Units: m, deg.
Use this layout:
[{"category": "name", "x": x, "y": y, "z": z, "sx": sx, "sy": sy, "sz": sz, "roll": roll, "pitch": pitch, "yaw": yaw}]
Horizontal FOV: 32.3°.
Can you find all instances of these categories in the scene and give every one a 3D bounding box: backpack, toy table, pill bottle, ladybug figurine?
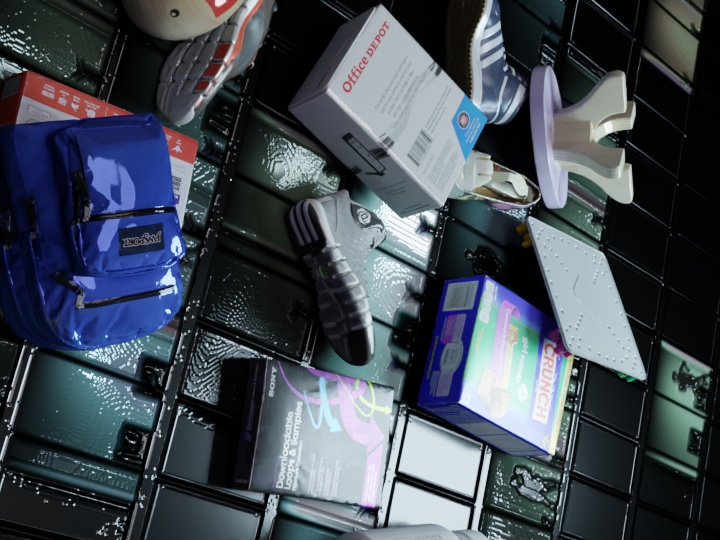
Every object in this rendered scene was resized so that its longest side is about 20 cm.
[{"category": "backpack", "x": -0.237, "y": -0.030, "z": 1.071, "sx": 0.162, "sy": 0.167, "sz": 0.202, "roll": -10, "pitch": 97, "yaw": -36}, {"category": "toy table", "x": 0.297, "y": -0.175, "z": 1.644, "sx": 0.185, "sy": 0.116, "sz": 0.201, "roll": -72, "pitch": 153, "yaw": -42}, {"category": "pill bottle", "x": 0.062, "y": 0.349, "z": 1.421, "sx": 0.199, "sy": 0.114, "sz": 0.115, "roll": 5, "pitch": 83, "yaw": -43}, {"category": "ladybug figurine", "x": -0.167, "y": -0.328, "z": 1.258, "sx": 0.135, "sy": 0.072, "sz": 0.201, "roll": 25, "pitch": 70, "yaw": -2}]

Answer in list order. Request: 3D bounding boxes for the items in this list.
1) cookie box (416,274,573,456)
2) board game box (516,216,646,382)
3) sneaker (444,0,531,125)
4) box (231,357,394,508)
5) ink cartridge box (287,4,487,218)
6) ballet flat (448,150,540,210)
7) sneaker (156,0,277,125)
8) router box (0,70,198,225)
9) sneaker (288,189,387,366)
[{"category": "cookie box", "x": 0.177, "y": 0.124, "z": 1.575, "sx": 0.200, "sy": 0.075, "sz": 0.172, "roll": 31, "pitch": 65, "yaw": -38}, {"category": "board game box", "x": 0.295, "y": 0.042, "z": 1.661, "sx": 0.199, "sy": 0.026, "sz": 0.201, "roll": 21, "pitch": 47, "yaw": -46}, {"category": "sneaker", "x": 0.168, "y": -0.285, "z": 1.602, "sx": 0.108, "sy": 0.070, "sz": 0.202, "roll": 8, "pitch": 88, "yaw": -38}, {"category": "box", "x": -0.049, "y": 0.184, "z": 1.385, "sx": 0.199, "sy": 0.036, "sz": 0.144, "roll": 16, "pitch": 76, "yaw": -40}, {"category": "ink cartridge box", "x": 0.034, "y": -0.183, "z": 1.445, "sx": 0.200, "sy": 0.084, "sz": 0.146, "roll": 43, "pitch": 59, "yaw": -22}, {"category": "ballet flat", "x": 0.157, "y": -0.118, "z": 1.579, "sx": 0.199, "sy": 0.071, "sz": 0.070, "roll": 13, "pitch": 78, "yaw": -42}, {"category": "sneaker", "x": -0.139, "y": -0.227, "z": 1.310, "sx": 0.201, "sy": 0.077, "sz": 0.082, "roll": -61, "pitch": 145, "yaw": -16}, {"category": "router box", "x": -0.263, "y": -0.070, "z": 1.194, "sx": 0.199, "sy": 0.049, "sz": 0.181, "roll": 20, "pitch": 73, "yaw": -41}, {"category": "sneaker", "x": 0.000, "y": 0.000, "z": 1.421, "sx": 0.115, "sy": 0.075, "sz": 0.201, "roll": -29, "pitch": 105, "yaw": -43}]
